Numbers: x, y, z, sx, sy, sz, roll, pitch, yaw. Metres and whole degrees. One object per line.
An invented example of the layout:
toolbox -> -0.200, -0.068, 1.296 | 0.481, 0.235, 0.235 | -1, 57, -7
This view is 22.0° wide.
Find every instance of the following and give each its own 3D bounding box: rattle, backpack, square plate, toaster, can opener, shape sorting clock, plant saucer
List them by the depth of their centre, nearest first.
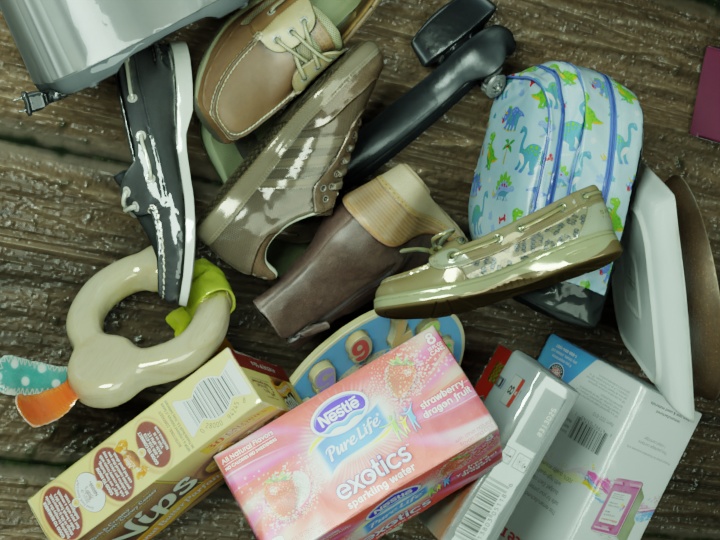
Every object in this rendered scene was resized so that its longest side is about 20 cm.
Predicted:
toaster -> -0.185, -0.210, 1.313 | 0.199, 0.113, 0.130 | -31, 105, -18
rattle -> -0.183, 0.084, 1.426 | 0.200, 0.130, 0.143 | -49, 165, -31
can opener -> 0.050, -0.138, 1.522 | 0.200, 0.079, 0.063 | -45, 162, -5
backpack -> 0.163, -0.072, 1.546 | 0.153, 0.163, 0.201 | 28, 91, -17
shape sorting clock -> 0.007, 0.106, 1.551 | 0.199, 0.039, 0.201 | -29, 148, -20
square plate -> 0.244, 0.006, 1.595 | 0.028, 0.200, 0.200 | -10, 108, -3
plant saucer -> 0.277, 0.017, 1.630 | 0.036, 0.201, 0.202 | -8, 113, -3

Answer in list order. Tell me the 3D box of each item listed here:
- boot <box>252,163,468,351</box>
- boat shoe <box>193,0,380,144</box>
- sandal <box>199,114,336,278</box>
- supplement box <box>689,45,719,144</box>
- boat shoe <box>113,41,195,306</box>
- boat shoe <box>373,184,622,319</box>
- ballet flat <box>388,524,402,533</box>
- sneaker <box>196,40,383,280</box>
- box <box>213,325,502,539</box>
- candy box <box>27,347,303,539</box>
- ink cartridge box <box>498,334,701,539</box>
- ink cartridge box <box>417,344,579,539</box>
boot -> 0.000, 0.000, 1.500 | 0.166, 0.072, 0.200 | -43, 157, 1
boat shoe -> -0.049, -0.181, 1.405 | 0.076, 0.074, 0.201 | 50, 64, -30
sandal -> -0.064, -0.057, 1.473 | 0.080, 0.057, 0.201 | -41, 127, -11
supplement box -> 0.416, -0.148, 1.691 | 0.199, 0.110, 0.086 | 1, 106, -30
boat shoe -> -0.155, -0.073, 1.382 | 0.060, 0.074, 0.202 | -2, 86, -12
boat shoe -> 0.102, -0.010, 1.451 | 0.198, 0.073, 0.063 | -16, 79, -2
ballet flat -> 0.020, 0.179, 1.545 | 0.068, 0.068, 0.200 | 32, 120, -11
sneaker -> -0.039, -0.083, 1.414 | 0.075, 0.070, 0.200 | 41, 90, -13
box -> 0.001, 0.144, 1.424 | 0.199, 0.103, 0.095 | -30, 158, -5
candy box -> -0.146, 0.145, 1.433 | 0.199, 0.056, 0.115 | -36, 160, 9
ink cartridge box -> 0.192, 0.180, 1.654 | 0.084, 0.144, 0.201 | 25, 93, -34
ink cartridge box -> 0.096, 0.139, 1.561 | 0.050, 0.200, 0.163 | 29, 91, -19
